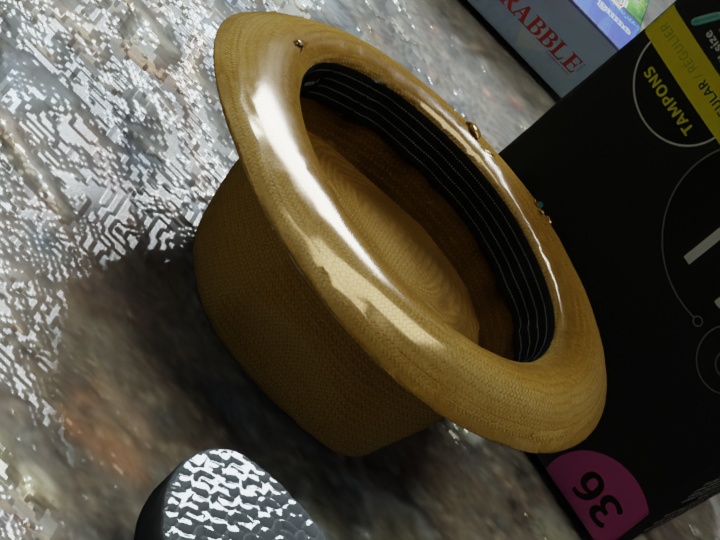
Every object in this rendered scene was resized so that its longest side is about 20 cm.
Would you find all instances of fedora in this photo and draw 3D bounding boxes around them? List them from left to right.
[{"bbox_3d":[0.000,0.000,1.044,0.200,0.082,0.201,36,26,-21],"label":"fedora"}]

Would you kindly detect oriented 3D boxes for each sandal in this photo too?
[{"bbox_3d":[-0.023,0.151,0.884,0.076,0.043,0.201,-8,72,-50],"label":"sandal"}]

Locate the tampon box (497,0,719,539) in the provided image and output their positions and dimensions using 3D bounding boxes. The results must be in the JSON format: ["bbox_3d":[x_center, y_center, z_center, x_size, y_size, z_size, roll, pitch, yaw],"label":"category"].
[{"bbox_3d":[0.146,-0.015,1.148,0.150,0.200,0.126,55,29,12],"label":"tampon box"}]

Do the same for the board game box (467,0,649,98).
[{"bbox_3d":[0.063,-0.198,1.413,0.200,0.041,0.200,45,28,-12],"label":"board game box"}]
